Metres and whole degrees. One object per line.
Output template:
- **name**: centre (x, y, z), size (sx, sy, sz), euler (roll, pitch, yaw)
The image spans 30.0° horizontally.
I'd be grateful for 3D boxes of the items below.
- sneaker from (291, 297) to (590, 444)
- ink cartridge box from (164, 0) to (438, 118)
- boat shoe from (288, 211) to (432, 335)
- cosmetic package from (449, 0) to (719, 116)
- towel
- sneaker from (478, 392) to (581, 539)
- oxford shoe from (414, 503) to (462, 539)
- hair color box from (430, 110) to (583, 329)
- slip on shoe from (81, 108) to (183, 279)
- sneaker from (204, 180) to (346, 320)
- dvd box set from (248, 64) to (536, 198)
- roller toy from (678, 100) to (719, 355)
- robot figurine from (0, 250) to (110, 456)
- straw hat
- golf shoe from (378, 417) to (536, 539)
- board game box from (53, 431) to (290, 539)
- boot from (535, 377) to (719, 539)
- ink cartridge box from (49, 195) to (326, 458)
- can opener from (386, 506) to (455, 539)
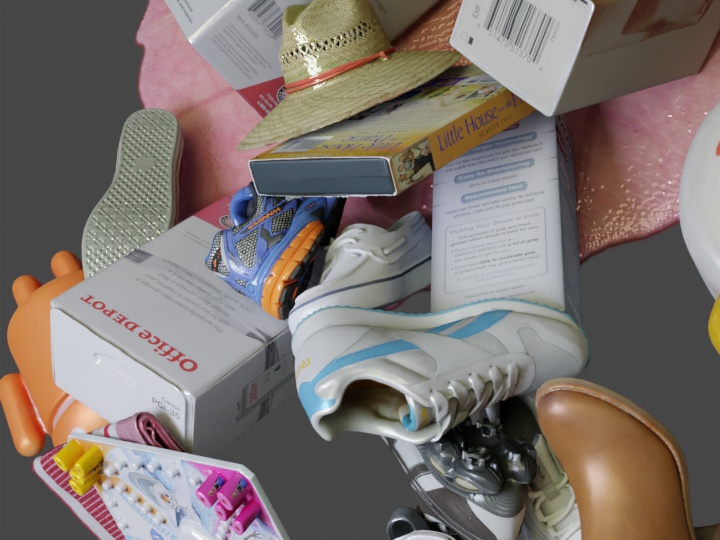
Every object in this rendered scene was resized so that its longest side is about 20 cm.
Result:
- **sneaker**: centre (0.056, 0.071, 0.875), size (0.197, 0.077, 0.081), euler (-4, 46, -7)
- **ink cartridge box**: centre (-0.040, -0.232, 1.091), size (0.199, 0.147, 0.083), euler (-39, 51, 7)
- **boat shoe**: centre (0.000, 0.000, 0.975), size (0.073, 0.199, 0.066), euler (-27, 88, 27)
- **cosmetic package**: centre (0.169, -0.185, 0.950), size (0.103, 0.199, 0.088), euler (39, 127, 26)
- **towel**: centre (-0.160, 0.176, 0.987), size (0.199, 0.144, 0.023), euler (-25, 19, 51)
- **sneaker**: centre (0.132, 0.160, 0.927), size (0.074, 0.087, 0.201), euler (-32, 65, 3)
- **oxford shoe**: centre (0.005, 0.240, 0.970), size (0.084, 0.073, 0.201), euler (28, 82, 40)
- **hair color box**: centre (0.106, -0.029, 0.981), size (0.098, 0.061, 0.202), euler (-12, 52, 20)
- **slip on shoe**: centre (-0.183, -0.048, 1.116), size (0.073, 0.062, 0.202), euler (3, 48, 2)
- **sneaker**: centre (-0.055, -0.048, 1.001), size (0.077, 0.201, 0.076), euler (22, 124, 3)
- **dvd box set**: centre (0.036, -0.104, 0.966), size (0.145, 0.199, 0.030), euler (2, 116, 45)
- **roller toy**: centre (0.304, -0.039, 0.884), size (0.198, 0.140, 0.185), euler (-26, 65, 15)
- **robot figurine**: centre (-0.213, 0.080, 1.090), size (0.201, 0.142, 0.117), euler (58, 139, 27)
- **straw hat**: centre (-0.021, -0.169, 1.025), size (0.198, 0.201, 0.086), euler (-17, 104, 18)
- **golf shoe**: centre (0.050, 0.133, 0.935), size (0.200, 0.077, 0.096), euler (-138, 43, -61)
- **board game box**: centre (-0.107, 0.206, 0.922), size (0.198, 0.202, 0.026), euler (3, 36, 44)
- **boot**: centre (0.154, 0.182, 0.841), size (0.076, 0.201, 0.156), euler (-18, 24, 46)
- **ink cartridge box**: centre (-0.115, 0.041, 1.010), size (0.145, 0.084, 0.199), euler (29, 42, 25)
- **can opener**: centre (0.062, 0.258, 0.907), size (0.052, 0.066, 0.203), euler (-9, 104, 18)
